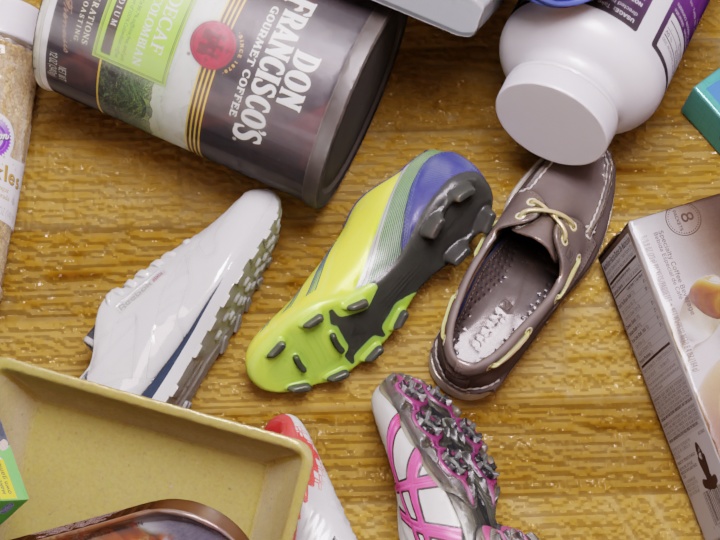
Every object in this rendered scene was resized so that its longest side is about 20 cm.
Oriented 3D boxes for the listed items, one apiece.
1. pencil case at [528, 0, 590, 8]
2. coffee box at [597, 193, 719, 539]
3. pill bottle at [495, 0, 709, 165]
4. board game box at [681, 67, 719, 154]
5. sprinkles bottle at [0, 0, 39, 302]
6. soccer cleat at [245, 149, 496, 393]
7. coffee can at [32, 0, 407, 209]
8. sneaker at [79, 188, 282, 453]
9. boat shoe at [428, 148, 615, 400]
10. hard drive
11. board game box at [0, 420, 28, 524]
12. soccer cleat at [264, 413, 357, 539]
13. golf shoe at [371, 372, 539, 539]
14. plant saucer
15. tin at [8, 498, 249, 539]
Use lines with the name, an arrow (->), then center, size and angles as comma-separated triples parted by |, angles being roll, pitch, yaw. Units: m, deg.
pencil case -> 0.096, -0.230, 1.058 | 0.087, 0.078, 0.200 | -31, 33, -3
coffee box -> 0.244, 0.056, 1.061 | 0.114, 0.080, 0.201 | -15, 75, -11
pill bottle -> 0.162, -0.169, 1.096 | 0.112, 0.113, 0.200 | 27, 63, 6
board game box -> 0.343, -0.116, 1.138 | 0.200, 0.045, 0.152 | -37, 78, -11
sprinkles bottle -> -0.250, -0.077, 1.093 | 0.068, 0.068, 0.201 | 6, 74, 0
soccer cleat -> 0.001, 0.000, 1.091 | 0.200, 0.065, 0.084 | -43, 39, -4
coffee can -> -0.088, -0.145, 1.079 | 0.199, 0.146, 0.147 | 23, 74, 6
sneaker -> -0.120, 0.023, 1.066 | 0.080, 0.076, 0.200 | 30, 74, 13
boat shoe -> 0.110, -0.009, 1.089 | 0.072, 0.060, 0.200 | 32, 75, 7
hard drive -> 0.031, -0.201, 1.085 | 0.131, 0.200, 0.026 | 23, 111, 5
board game box -> -0.274, 0.083, 1.004 | 0.135, 0.029, 0.200 | -43, 60, 32
soccer cleat -> -0.021, 0.183, 1.028 | 0.085, 0.069, 0.201 | 7, 55, -33
golf shoe -> 0.047, 0.155, 1.030 | 0.092, 0.072, 0.200 | -43, 56, 24
plant saucer -> -0.143, 0.167, 1.005 | 0.199, 0.048, 0.201 | 16, 98, 3
tin -> -0.150, 0.200, 0.968 | 0.199, 0.042, 0.112 | -15, 92, 7
